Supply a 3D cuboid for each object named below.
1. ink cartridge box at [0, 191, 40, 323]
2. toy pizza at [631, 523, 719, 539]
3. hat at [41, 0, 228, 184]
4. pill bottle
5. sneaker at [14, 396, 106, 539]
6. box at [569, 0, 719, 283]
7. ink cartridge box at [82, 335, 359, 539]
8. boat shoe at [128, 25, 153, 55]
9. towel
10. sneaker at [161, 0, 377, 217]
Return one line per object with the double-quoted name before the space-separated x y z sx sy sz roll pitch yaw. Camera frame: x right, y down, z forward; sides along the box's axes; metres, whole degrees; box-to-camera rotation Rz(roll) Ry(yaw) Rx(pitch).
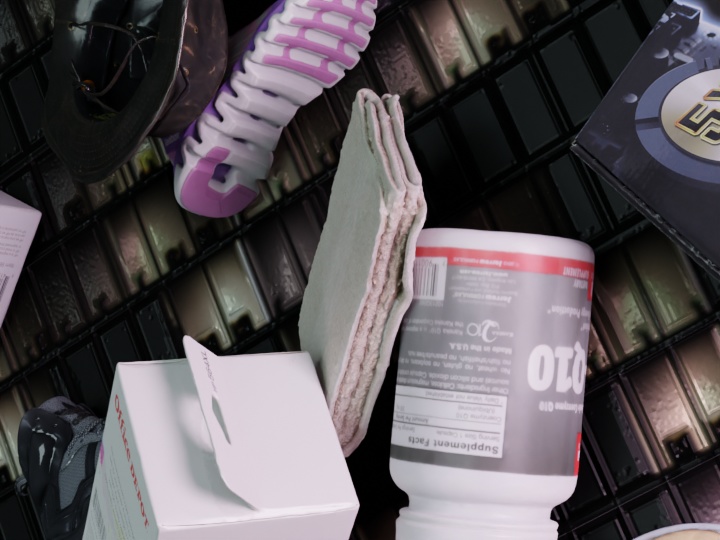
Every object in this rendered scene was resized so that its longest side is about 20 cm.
"ink cartridge box" -0.336 0.029 1.417 0.084 0.144 0.201 26 99 32
"toy pizza" 0.196 0.247 1.140 0.200 0.032 0.201 -3 83 31
"hat" -0.132 -0.149 1.285 0.200 0.081 0.201 -22 63 52
"pill bottle" 0.077 0.079 1.183 0.114 0.114 0.201 3 88 32
"sneaker" -0.169 0.114 1.353 0.114 0.075 0.200 47 112 24
"box" 0.241 -0.093 1.063 0.164 0.086 0.200 46 112 27
"ink cartridge box" -0.087 0.147 1.204 0.200 0.125 0.129 108 151 -43
"boat shoe" -0.134 -0.173 1.372 0.073 0.074 0.200 42 115 16
"towel" 0.000 0.000 1.216 0.133 0.034 0.200 -101 23 -52
"sneaker" -0.072 -0.136 1.323 0.200 0.080 0.089 -52 47 15
